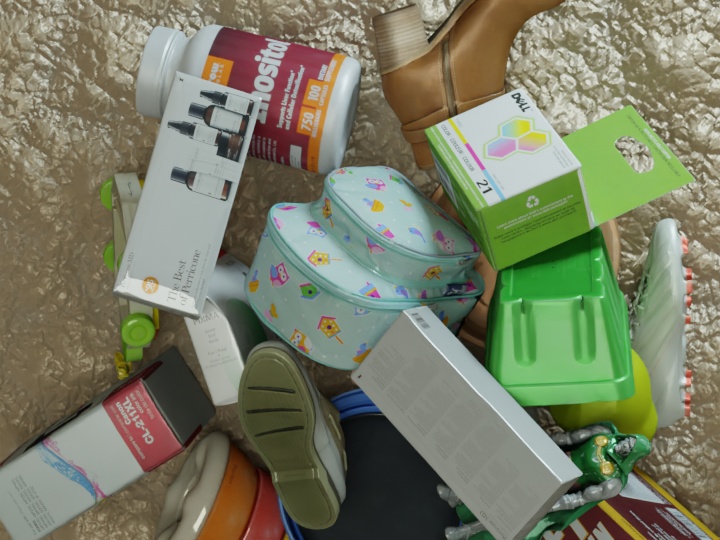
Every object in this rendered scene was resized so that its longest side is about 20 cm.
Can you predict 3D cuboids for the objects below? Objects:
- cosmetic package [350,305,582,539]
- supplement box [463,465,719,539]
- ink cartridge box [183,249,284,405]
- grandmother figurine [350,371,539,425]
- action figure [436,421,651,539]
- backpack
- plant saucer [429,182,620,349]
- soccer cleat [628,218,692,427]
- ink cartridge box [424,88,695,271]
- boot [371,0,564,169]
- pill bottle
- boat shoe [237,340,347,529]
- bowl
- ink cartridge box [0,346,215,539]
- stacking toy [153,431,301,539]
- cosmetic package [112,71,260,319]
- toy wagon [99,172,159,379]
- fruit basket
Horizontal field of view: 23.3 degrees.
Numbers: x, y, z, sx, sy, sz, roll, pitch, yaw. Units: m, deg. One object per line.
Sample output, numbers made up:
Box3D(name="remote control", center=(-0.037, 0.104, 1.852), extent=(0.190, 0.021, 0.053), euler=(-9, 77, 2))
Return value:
Box3D(name="cosmetic package", center=(0.088, 0.130, 1.479), extent=(0.200, 0.050, 0.083), euler=(48, 113, 18))
Box3D(name="supplement box", center=(0.231, 0.275, 1.593), extent=(0.197, 0.199, 0.134), euler=(42, 105, 36))
Box3D(name="ink cartridge box", center=(-0.132, 0.012, 1.654), extent=(0.050, 0.161, 0.202), euler=(-15, 97, 12))
Box3D(name="grandmother figurine", center=(0.079, 0.114, 1.663), extent=(0.198, 0.121, 0.061), euler=(23, 101, 17))
Box3D(name="action figure", center=(0.161, 0.181, 1.510), extent=(0.199, 0.055, 0.119), euler=(-25, 61, 25))
Box3D(name="backpack", center=(0.000, 0.000, 1.586), extent=(0.176, 0.199, 0.154), euler=(44, 129, 29))
Box3D(name="plant saucer", center=(0.151, -0.017, 1.679), extent=(0.198, 0.032, 0.203), euler=(1, 100, 8))
Box3D(name="soccer cleat", center=(0.276, 0.051, 1.657), extent=(0.077, 0.069, 0.203), euler=(1, 103, 10))
Box3D(name="ink cartridge box", center=(0.177, -0.103, 1.576), extent=(0.198, 0.148, 0.076), euler=(-24, 128, -4))
Box3D(name="boot", center=(0.119, -0.189, 1.639), extent=(0.198, 0.074, 0.156), euler=(-15, 102, 13))
Box3D(name="pill bottle", center=(-0.106, -0.166, 1.645), extent=(0.198, 0.113, 0.114), euler=(13, 101, 5))
Box3D(name="boat shoe", center=(-0.059, 0.139, 1.596), extent=(0.074, 0.069, 0.202), euler=(-1, 125, 19))
Box3D(name="bowl", center=(0.018, 0.215, 1.685), extent=(0.198, 0.039, 0.203), euler=(2, 69, -5))
Box3D(name="ink cartridge box", center=(-0.255, 0.173, 1.706), extent=(0.199, 0.146, 0.083), euler=(-32, 95, 11))
Box3D(name="stacking toy", center=(-0.094, 0.261, 1.723), extent=(0.198, 0.146, 0.147), euler=(27, 102, -13))
Box3D(name="cosmetic package", center=(-0.154, -0.066, 1.545), extent=(0.082, 0.051, 0.202), euler=(15, 83, -6))
Box3D(name="toy wagon", center=(-0.219, 0.010, 1.670), extent=(0.039, 0.156, 0.202), euler=(-6, 121, -12))
Box3D(name="fruit basket", center=(0.189, 0.083, 1.578), extent=(0.153, 0.216, 0.218), euler=(-3, 99, 8))
